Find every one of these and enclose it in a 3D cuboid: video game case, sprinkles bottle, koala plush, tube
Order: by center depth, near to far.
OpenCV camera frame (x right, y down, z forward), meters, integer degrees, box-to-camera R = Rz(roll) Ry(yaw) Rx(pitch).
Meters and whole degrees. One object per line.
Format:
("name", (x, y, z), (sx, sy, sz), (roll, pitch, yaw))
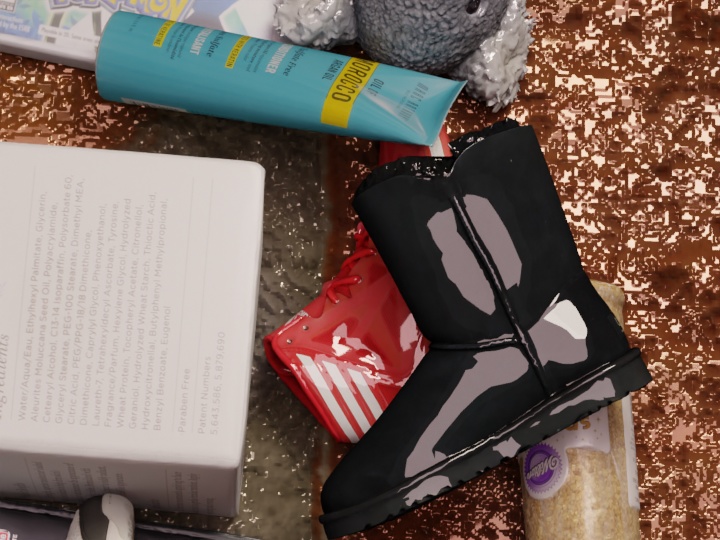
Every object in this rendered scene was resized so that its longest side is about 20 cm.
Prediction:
("sprinkles bottle", (0.119, 0.109, 1.588), (0.068, 0.068, 0.201), (-3, 76, -3))
("tube", (-0.046, -0.102, 1.599), (0.199, 0.051, 0.078), (11, 38, 13))
("koala plush", (0.050, -0.199, 1.632), (0.176, 0.184, 0.201), (13, 97, -12))
("video game case", (-0.111, -0.198, 1.676), (0.199, 0.022, 0.183), (12, 76, 1))

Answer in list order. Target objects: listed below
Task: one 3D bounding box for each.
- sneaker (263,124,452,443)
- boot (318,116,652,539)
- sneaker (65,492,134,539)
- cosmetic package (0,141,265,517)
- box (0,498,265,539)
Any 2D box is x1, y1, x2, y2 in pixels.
("sneaker", (0.000, 0.000, 1.606), (0.115, 0.078, 0.201), (-6, 75, -5))
("boot", (0.035, 0.029, 1.538), (0.199, 0.076, 0.169), (-29, 86, 2))
("sneaker", (-0.176, 0.204, 1.501), (0.087, 0.076, 0.201), (17, 76, 3))
("cosmetic package", (-0.156, 0.033, 1.545), (0.199, 0.165, 0.166), (5, 76, -2))
("box", (-0.141, 0.233, 1.558), (0.158, 0.046, 0.201), (9, 76, 0))
